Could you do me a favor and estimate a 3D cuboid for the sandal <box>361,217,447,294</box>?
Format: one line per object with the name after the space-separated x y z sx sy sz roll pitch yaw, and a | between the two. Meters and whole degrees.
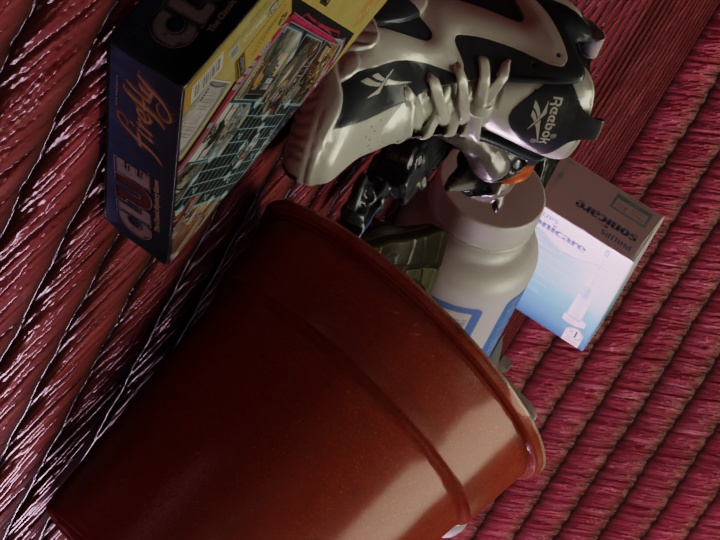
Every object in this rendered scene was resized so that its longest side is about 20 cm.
0.000 0.000 1.237 0.200 0.054 0.082 -7 125 -60 | sandal

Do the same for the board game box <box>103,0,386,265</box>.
-0.028 -0.111 0.729 0.200 0.034 0.136 -53 170 -27 | board game box

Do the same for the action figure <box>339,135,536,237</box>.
0.073 -0.093 1.133 0.200 0.104 0.194 -55 162 -24 | action figure

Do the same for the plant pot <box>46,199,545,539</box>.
-0.043 0.103 0.954 0.195 0.201 0.201 -45 168 -15 | plant pot

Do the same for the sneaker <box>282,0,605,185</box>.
0.056 -0.090 0.950 0.199 0.129 0.080 -48 167 -42 | sneaker

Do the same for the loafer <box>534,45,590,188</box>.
0.142 -0.104 1.559 0.070 0.068 0.201 -29 149 -52 | loafer

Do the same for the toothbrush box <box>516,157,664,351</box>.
0.244 -0.020 2.158 0.085 0.146 0.200 -52 169 -32 | toothbrush box

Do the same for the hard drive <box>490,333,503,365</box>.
0.021 0.117 1.484 0.200 0.134 0.043 -50 134 -38 | hard drive

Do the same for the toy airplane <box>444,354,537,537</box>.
0.065 0.158 1.592 0.199 0.142 0.199 -25 -177 -25 | toy airplane

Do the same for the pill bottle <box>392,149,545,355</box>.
0.068 0.001 1.392 0.112 0.112 0.200 -49 168 -42 | pill bottle
